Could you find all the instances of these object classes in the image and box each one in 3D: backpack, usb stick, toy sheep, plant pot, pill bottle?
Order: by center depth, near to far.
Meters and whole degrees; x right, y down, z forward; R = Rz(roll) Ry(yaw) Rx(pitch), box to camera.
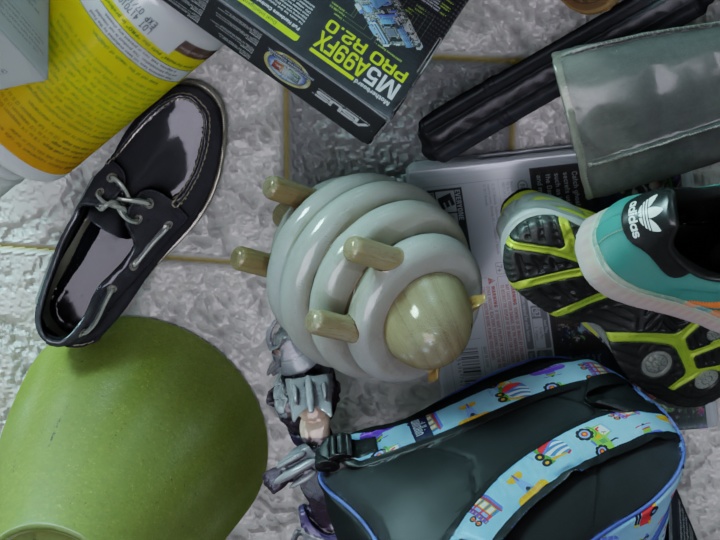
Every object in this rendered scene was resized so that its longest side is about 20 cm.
[{"bbox_3d":[0.123,-0.124,1.007,0.199,0.055,0.033,-29,88,19],"label":"usb stick"},{"bbox_3d":[0.097,0.149,1.010,0.199,0.182,0.135,-27,125,-17],"label":"backpack"},{"bbox_3d":[0.000,0.000,1.022,0.137,0.200,0.139,-19,129,-25],"label":"toy sheep"},{"bbox_3d":[-0.182,-0.131,1.029,0.200,0.109,0.109,-36,102,20],"label":"pill bottle"},{"bbox_3d":[-0.173,0.155,1.093,0.186,0.200,0.189,4,112,9],"label":"plant pot"}]

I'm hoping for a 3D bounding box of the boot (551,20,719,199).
[{"bbox_3d":[0.227,-0.078,0.975,0.199,0.073,0.183,-22,112,3],"label":"boot"}]

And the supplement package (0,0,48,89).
[{"bbox_3d":[-0.254,-0.208,0.951,0.116,0.201,0.117,-12,153,15],"label":"supplement package"}]

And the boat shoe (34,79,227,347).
[{"bbox_3d":[-0.151,-0.032,1.079,0.072,0.063,0.201,33,103,0],"label":"boat shoe"}]

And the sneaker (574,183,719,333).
[{"bbox_3d":[0.225,-0.006,0.959,0.199,0.072,0.080,8,158,-31],"label":"sneaker"}]

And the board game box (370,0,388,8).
[{"bbox_3d":[0.015,-0.272,0.923,0.151,0.037,0.201,-33,85,1],"label":"board game box"}]

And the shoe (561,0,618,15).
[{"bbox_3d":[0.126,-0.252,0.963,0.070,0.053,0.202,2,111,40],"label":"shoe"}]

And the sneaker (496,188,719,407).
[{"bbox_3d":[0.165,0.011,1.025,0.200,0.077,0.075,38,110,-25],"label":"sneaker"}]

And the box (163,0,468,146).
[{"bbox_3d":[-0.030,-0.195,0.959,0.199,0.044,0.161,34,69,-5],"label":"box"}]

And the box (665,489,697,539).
[{"bbox_3d":[0.154,0.275,1.127,0.195,0.118,0.201,-20,106,17],"label":"box"}]

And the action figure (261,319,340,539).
[{"bbox_3d":[-0.033,0.117,1.098,0.069,0.130,0.201,-7,121,11],"label":"action figure"}]

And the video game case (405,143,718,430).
[{"bbox_3d":[0.133,0.016,1.080,0.180,0.023,0.202,-6,110,13],"label":"video game case"}]
